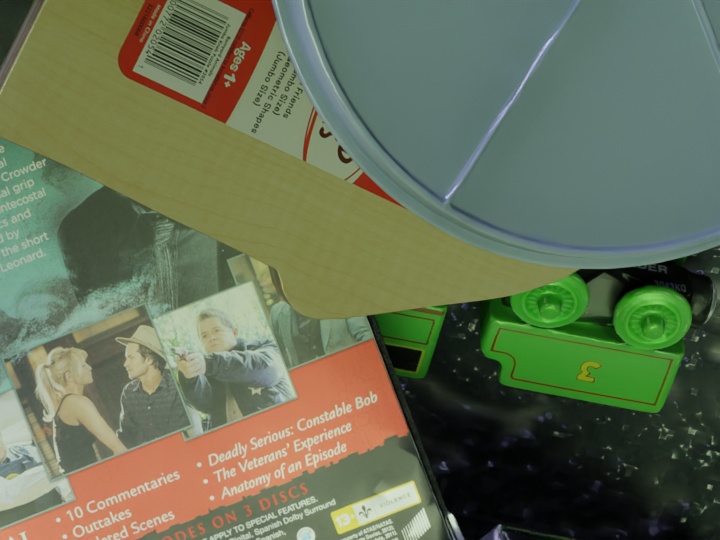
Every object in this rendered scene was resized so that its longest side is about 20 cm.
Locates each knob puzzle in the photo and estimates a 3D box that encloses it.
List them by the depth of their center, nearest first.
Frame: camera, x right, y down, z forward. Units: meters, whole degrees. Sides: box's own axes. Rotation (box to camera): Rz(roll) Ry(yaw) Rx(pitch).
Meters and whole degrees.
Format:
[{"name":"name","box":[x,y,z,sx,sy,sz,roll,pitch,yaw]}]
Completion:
[{"name":"knob puzzle","box":[0.025,-0.080,0.767,0.219,0.030,0.221,-6,107,-18]}]

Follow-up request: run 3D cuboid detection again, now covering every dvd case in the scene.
[{"name":"dvd case","box":[-0.073,0.011,0.785,0.146,0.022,0.201,-22,98,-3]}]

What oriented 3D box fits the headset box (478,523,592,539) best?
[{"name":"headset box","box":[0.031,0.175,0.859,0.200,0.093,0.174,-40,150,21]}]

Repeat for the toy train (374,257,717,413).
[{"name":"toy train","box":[0.000,0.000,0.831,0.199,0.042,0.057,11,131,-6]}]

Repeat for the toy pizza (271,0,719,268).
[{"name":"toy pizza","box":[0.067,-0.099,0.743,0.199,0.032,0.201,-6,109,-19]}]
